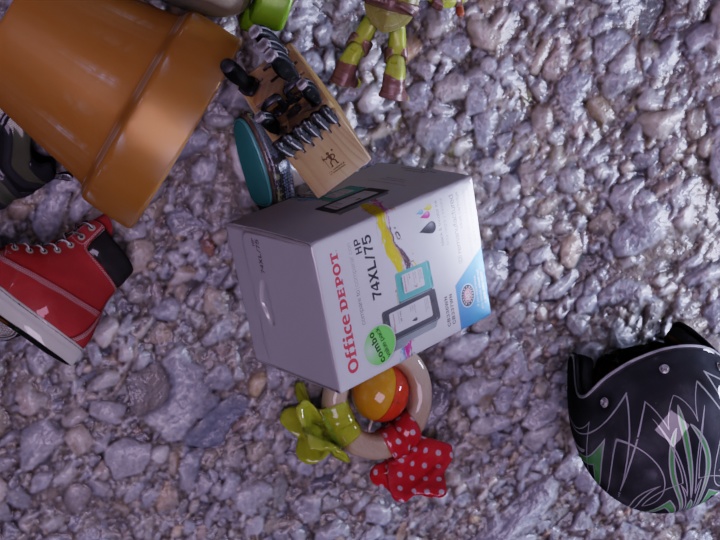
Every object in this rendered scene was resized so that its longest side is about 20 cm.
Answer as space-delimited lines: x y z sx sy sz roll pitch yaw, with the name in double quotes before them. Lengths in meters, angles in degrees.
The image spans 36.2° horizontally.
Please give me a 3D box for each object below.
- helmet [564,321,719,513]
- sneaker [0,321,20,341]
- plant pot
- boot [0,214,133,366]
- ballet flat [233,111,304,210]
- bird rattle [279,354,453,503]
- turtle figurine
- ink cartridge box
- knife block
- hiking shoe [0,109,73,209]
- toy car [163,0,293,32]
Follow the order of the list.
"helmet" 0.314 0.157 1.166 0.197 0.191 0.203 -2 109 -6
"sneaker" -0.428 0.025 1.094 0.198 0.085 0.079 22 105 -14
"plant pot" -0.235 -0.172 0.993 0.182 0.200 0.201 32 102 -13
"boot" -0.323 -0.021 1.077 0.200 0.072 0.145 41 70 -30
"ballet flat" -0.076 -0.070 1.122 0.073 0.074 0.203 -12 111 -2
"bird rattle" 0.021 0.158 1.187 0.197 0.113 0.165 18 89 -15
"turtle figurine" 0.037 -0.250 1.068 0.197 0.065 0.164 11 106 -10
"ink cartridge box" 0.000 0.000 1.061 0.198 0.145 0.149 -25 114 -33
"knife block" -0.069 -0.163 0.997 0.064 0.201 0.176 -34 123 5
"hiking shoe" -0.349 -0.165 1.057 0.099 0.076 0.202 -22 117 -11
"toy car" -0.128 -0.334 0.987 0.162 0.158 0.203 15 94 -15
